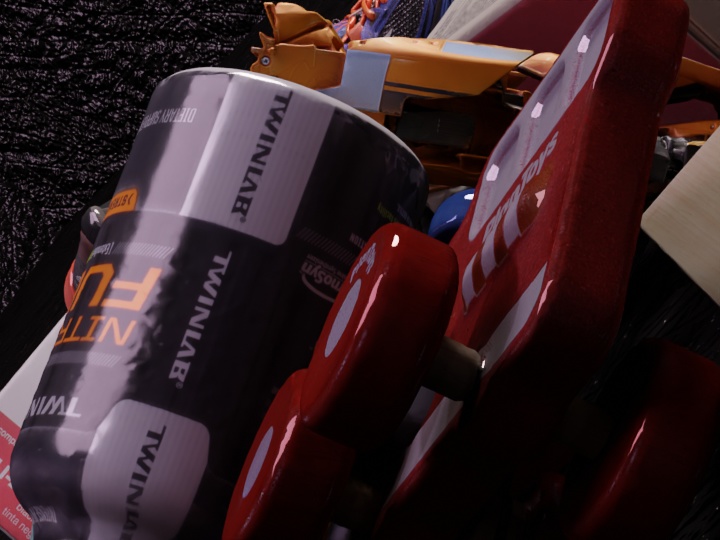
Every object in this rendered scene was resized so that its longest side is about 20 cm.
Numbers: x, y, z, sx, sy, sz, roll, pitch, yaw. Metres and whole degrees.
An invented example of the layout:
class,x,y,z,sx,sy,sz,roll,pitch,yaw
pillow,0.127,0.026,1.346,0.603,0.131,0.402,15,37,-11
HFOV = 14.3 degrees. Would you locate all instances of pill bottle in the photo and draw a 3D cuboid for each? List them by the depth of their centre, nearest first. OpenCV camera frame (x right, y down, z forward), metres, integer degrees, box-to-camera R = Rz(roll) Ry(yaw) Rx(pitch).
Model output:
class,x,y,z,sx,sy,sz,roll,pitch,yaw
pill bottle,-0.055,0.040,0.990,0.106,0.106,0.201,-28,40,67

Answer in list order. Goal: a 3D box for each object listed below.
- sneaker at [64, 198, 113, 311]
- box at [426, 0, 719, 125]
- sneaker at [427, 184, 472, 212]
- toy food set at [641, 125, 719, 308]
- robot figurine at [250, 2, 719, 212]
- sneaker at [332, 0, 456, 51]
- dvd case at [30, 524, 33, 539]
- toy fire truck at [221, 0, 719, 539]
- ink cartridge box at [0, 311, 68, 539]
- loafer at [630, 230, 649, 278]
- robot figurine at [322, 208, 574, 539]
class,x,y,z,sx,sy,sz,roll,pitch,yaw
sneaker,-0.042,-0.036,1.300,0.200,0.077,0.082,-31,-31,-25
box,0.122,-0.115,1.250,0.128,0.109,0.200,-54,10,-26
sneaker,0.000,0.000,1.219,0.073,0.085,0.200,5,40,25
toy food set,0.169,-0.032,0.880,0.144,0.060,0.200,-49,17,5
robot figurine,0.059,-0.057,1.072,0.145,0.199,0.058,23,-105,-88
sneaker,0.009,-0.103,1.394,0.075,0.078,0.201,-66,-5,-63
dvd case,-0.120,0.114,1.331,0.146,0.022,0.201,-45,36,50
toy fire truck,0.042,0.021,0.905,0.200,0.112,0.168,122,169,-51
ink cartridge box,-0.108,0.070,1.509,0.200,0.084,0.144,-51,-23,-6
loafer,0.050,0.024,1.161,0.200,0.072,0.063,-56,2,-11
robot figurine,-0.007,0.046,1.078,0.145,0.058,0.200,-49,40,2
